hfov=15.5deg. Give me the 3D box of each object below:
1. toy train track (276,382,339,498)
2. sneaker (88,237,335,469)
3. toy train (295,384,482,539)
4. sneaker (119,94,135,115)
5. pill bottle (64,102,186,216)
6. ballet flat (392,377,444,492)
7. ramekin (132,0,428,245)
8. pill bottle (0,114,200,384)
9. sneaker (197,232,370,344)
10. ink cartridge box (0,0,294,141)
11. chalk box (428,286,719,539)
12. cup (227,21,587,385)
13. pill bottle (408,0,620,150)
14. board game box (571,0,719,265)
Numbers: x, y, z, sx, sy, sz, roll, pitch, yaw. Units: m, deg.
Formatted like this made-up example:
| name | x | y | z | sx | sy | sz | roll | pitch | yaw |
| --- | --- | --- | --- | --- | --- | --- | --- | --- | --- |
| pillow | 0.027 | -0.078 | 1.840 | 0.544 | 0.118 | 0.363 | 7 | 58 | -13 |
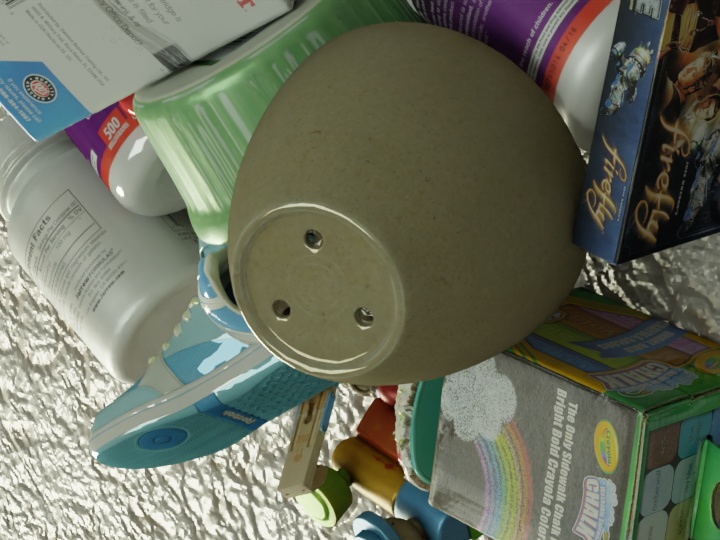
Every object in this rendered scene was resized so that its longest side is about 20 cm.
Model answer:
| name | x | y | z | sx | sy | sz | roll | pitch | yaw |
| --- | --- | --- | --- | --- | --- | --- | --- | --- | --- |
| toy train track | -0.013 | 0.062 | 1.690 | 0.115 | 0.033 | 0.200 | -18 | 44 | 39 |
| sneaker | -0.096 | 0.037 | 1.680 | 0.200 | 0.080 | 0.131 | -27 | 62 | 16 |
| toy train | 0.001 | 0.118 | 1.689 | 0.200 | 0.116 | 0.085 | 32 | 147 | 38 |
| sneaker | -0.143 | -0.193 | 1.681 | 0.077 | 0.085 | 0.201 | -12 | 95 | 46 |
| pill bottle | -0.167 | -0.140 | 1.816 | 0.200 | 0.112 | 0.113 | 51 | 133 | 25 |
| ballet flat | 0.061 | 0.039 | 1.626 | 0.064 | 0.075 | 0.200 | -3 | 70 | 67 |
| ramekin | -0.042 | -0.114 | 1.605 | 0.200 | 0.200 | 0.098 | -14 | 117 | 48 |
| pill bottle | -0.183 | -0.024 | 1.866 | 0.200 | 0.114 | 0.114 | 48 | 132 | 27 |
| sneaker | 0.000 | 0.000 | 1.570 | 0.199 | 0.072 | 0.072 | -12 | 68 | 9 |
| ink cartridge box | -0.154 | -0.186 | 1.567 | 0.200 | 0.084 | 0.145 | -24 | 123 | 26 |
| chalk box | 0.156 | 0.106 | 1.528 | 0.200 | 0.124 | 0.125 | 25 | 118 | 40 |
| cup | 0.007 | -0.017 | 1.426 | 0.200 | 0.143 | 0.201 | 11 | 117 | 22 |
| pill bottle | 0.100 | -0.163 | 1.505 | 0.200 | 0.112 | 0.113 | 43 | 129 | 31 |
| board game box | 0.186 | -0.111 | 1.420 | 0.035 | 0.135 | 0.200 | 30 | 122 | 37 |
